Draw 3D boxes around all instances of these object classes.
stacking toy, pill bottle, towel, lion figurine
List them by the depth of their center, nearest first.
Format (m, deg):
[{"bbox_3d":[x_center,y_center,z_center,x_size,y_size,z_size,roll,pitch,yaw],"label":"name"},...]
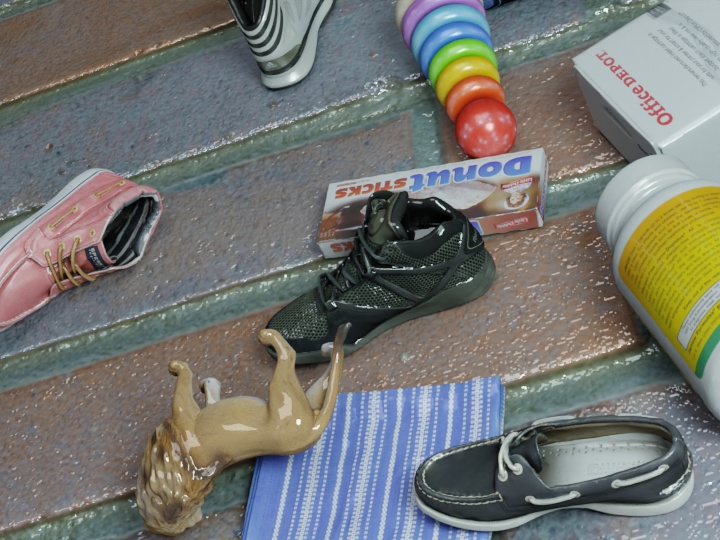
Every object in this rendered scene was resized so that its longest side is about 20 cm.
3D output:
[{"bbox_3d":[0.248,0.007,1.089,0.112,0.113,0.201,-30,43,-1],"label":"pill bottle"},{"bbox_3d":[0.008,0.147,1.150,0.197,0.024,0.146,-7,49,21],"label":"towel"},{"bbox_3d":[-0.088,0.119,1.158,0.198,0.072,0.124,-24,50,25],"label":"lion figurine"},{"bbox_3d":[0.090,-0.174,1.368,0.084,0.086,0.202,-21,50,8],"label":"stacking toy"}]

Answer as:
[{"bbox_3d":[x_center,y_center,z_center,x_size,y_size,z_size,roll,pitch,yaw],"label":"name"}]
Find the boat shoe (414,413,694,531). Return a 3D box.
[{"bbox_3d":[0.129,0.135,1.059,0.197,0.061,0.075,-2,52,18],"label":"boat shoe"}]

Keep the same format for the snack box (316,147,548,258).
[{"bbox_3d":[0.061,-0.056,1.307,0.197,0.024,0.073,-8,46,21],"label":"snack box"}]

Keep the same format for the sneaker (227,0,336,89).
[{"bbox_3d":[-0.081,-0.288,1.526,0.075,0.116,0.202,-11,46,18],"label":"sneaker"}]

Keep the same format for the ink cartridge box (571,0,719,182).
[{"bbox_3d":[0.292,-0.159,1.237,0.199,0.084,0.146,-31,44,-2],"label":"ink cartridge box"}]

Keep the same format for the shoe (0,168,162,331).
[{"bbox_3d":[-0.270,-0.014,1.406,0.090,0.072,0.200,16,55,43],"label":"shoe"}]

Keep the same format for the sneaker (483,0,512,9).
[{"bbox_3d":[0.186,-0.286,1.428,0.199,0.078,0.071,-25,41,37],"label":"sneaker"}]

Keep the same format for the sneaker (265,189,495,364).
[{"bbox_3d":[0.000,0.000,1.226,0.197,0.115,0.077,-22,42,10],"label":"sneaker"}]
